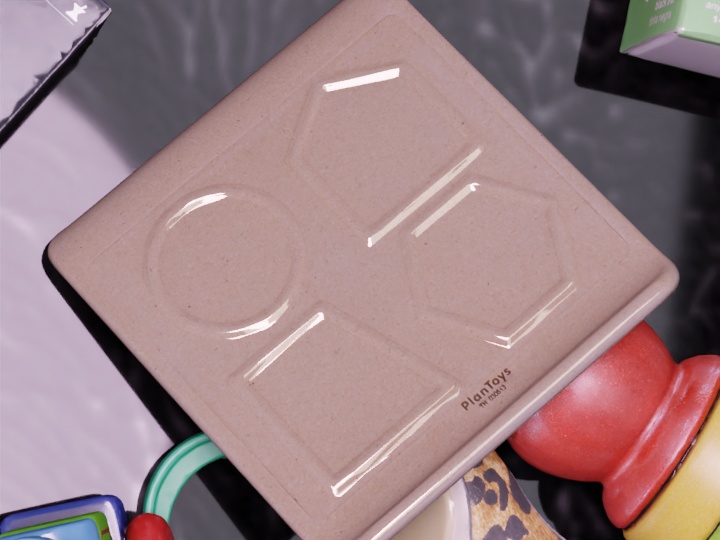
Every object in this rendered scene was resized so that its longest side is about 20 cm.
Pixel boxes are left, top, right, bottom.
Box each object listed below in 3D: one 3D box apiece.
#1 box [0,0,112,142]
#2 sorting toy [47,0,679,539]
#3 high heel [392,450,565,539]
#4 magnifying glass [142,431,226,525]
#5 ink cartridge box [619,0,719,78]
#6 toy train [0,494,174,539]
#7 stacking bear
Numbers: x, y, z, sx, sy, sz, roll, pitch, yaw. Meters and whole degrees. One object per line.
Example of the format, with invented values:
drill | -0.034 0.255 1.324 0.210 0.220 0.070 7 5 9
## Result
box | -0.220 -0.116 1.173 0.200 0.079 0.141 43 83 -5
sorting toy | 0.000 0.000 1.196 0.185 0.036 0.200 -40 66 -11
high heel | 0.078 0.119 1.231 0.142 0.071 0.201 -8 72 -42
magnifying glass | -0.010 0.148 1.226 0.080 0.022 0.200 -45 93 -11
ink cartridge box | 0.207 -0.176 1.254 0.146 0.084 0.201 12 84 -10
toy train | -0.105 0.192 1.147 0.084 0.116 0.201 -12 88 5
stacking bear | 0.147 0.083 1.217 0.200 0.114 0.122 31 79 -2
